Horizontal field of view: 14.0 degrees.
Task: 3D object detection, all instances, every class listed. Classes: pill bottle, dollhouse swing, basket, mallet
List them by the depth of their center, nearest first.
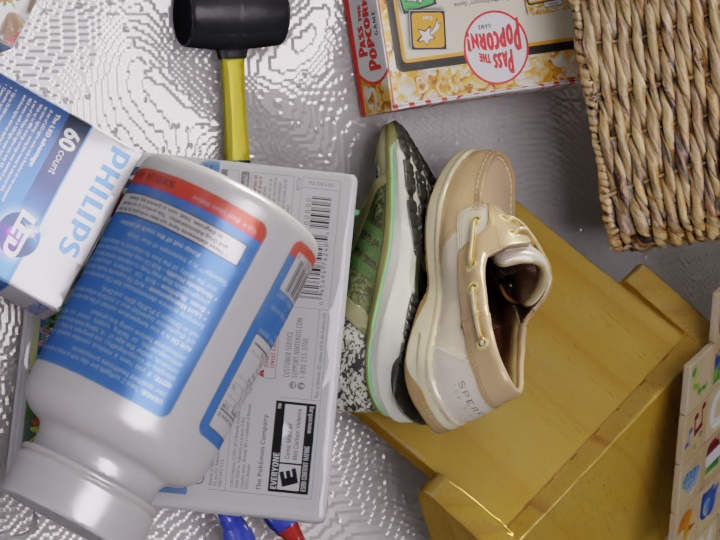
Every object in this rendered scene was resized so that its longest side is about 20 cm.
[{"bbox_3d":[-0.114,0.048,1.591,0.112,0.112,0.201,32,78,-20],"label":"pill bottle"},{"bbox_3d":[-0.063,-0.073,1.721,0.066,0.041,0.201,-11,96,-22],"label":"mallet"},{"bbox_3d":[0.221,-0.119,1.767,0.143,0.148,0.201,-13,93,-67],"label":"basket"},{"bbox_3d":[0.094,0.089,1.786,0.200,0.175,0.182,-45,147,-20],"label":"dollhouse swing"}]

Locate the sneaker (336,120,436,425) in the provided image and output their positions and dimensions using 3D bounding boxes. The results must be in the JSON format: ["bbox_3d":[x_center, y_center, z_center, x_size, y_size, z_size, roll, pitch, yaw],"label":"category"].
[{"bbox_3d":[0.000,0.000,1.720,0.077,0.088,0.201,55,33,-51],"label":"sneaker"}]

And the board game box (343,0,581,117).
[{"bbox_3d":[0.060,-0.202,1.777,0.151,0.046,0.201,-9,91,-25],"label":"board game box"}]

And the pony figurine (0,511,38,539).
[{"bbox_3d":[-0.282,0.148,1.559,0.192,0.167,0.201,-19,100,8],"label":"pony figurine"}]

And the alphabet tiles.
[{"bbox_3d":[0.228,0.084,1.789,0.166,0.006,0.201,-37,136,-51],"label":"alphabet tiles"}]

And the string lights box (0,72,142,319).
[{"bbox_3d":[-0.232,-0.066,1.608,0.199,0.059,0.103,30,77,-11],"label":"string lights box"}]

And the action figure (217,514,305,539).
[{"bbox_3d":[-0.081,0.105,1.687,0.065,0.052,0.200,-34,90,-20],"label":"action figure"}]

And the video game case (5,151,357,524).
[{"bbox_3d":[-0.100,0.035,1.662,0.181,0.022,0.201,6,80,-3],"label":"video game case"}]

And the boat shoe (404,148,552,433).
[{"bbox_3d":[0.077,0.006,1.687,0.074,0.069,0.201,52,35,-40],"label":"boat shoe"}]

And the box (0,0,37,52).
[{"bbox_3d":[-0.176,-0.218,1.671,0.039,0.041,0.201,30,76,-21],"label":"box"}]
